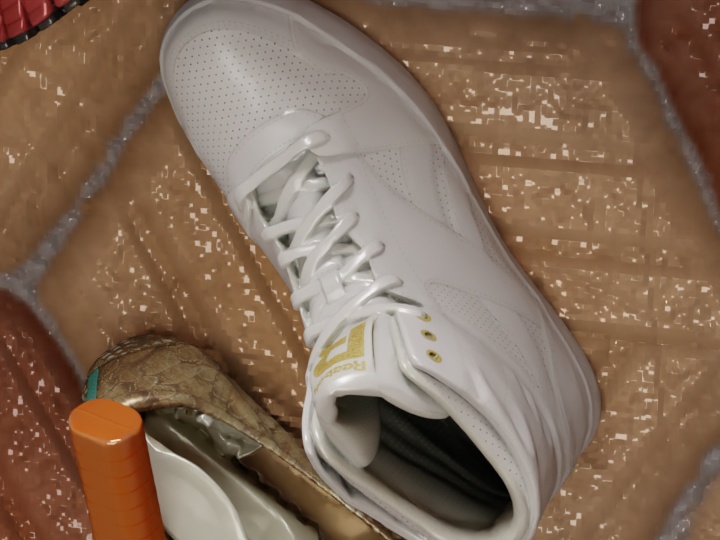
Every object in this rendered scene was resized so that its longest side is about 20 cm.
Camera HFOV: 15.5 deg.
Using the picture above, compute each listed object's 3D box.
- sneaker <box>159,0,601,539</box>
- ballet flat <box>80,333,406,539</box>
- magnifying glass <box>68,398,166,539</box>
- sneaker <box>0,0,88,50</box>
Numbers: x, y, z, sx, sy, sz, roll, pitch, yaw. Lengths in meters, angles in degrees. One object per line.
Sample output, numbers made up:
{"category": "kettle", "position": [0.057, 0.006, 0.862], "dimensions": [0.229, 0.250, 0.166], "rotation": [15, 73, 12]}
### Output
{"category": "sneaker", "position": [0.000, 0.000, 0.831], "dimensions": [0.074, 0.116, 0.200], "rotation": [-39, 96, 22]}
{"category": "ballet flat", "position": [-0.018, 0.102, 0.894], "dimensions": [0.200, 0.065, 0.071], "rotation": [36, 111, -2]}
{"category": "magnifying glass", "position": [-0.072, 0.124, 0.895], "dimensions": [0.079, 0.022, 0.201], "rotation": [19, 134, 28]}
{"category": "sneaker", "position": [-0.063, -0.152, 0.813], "dimensions": [0.200, 0.078, 0.082], "rotation": [-35, 97, 20]}
